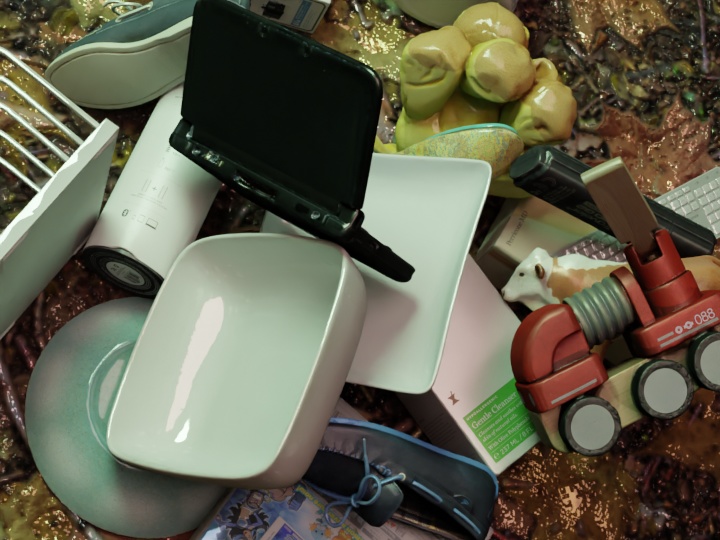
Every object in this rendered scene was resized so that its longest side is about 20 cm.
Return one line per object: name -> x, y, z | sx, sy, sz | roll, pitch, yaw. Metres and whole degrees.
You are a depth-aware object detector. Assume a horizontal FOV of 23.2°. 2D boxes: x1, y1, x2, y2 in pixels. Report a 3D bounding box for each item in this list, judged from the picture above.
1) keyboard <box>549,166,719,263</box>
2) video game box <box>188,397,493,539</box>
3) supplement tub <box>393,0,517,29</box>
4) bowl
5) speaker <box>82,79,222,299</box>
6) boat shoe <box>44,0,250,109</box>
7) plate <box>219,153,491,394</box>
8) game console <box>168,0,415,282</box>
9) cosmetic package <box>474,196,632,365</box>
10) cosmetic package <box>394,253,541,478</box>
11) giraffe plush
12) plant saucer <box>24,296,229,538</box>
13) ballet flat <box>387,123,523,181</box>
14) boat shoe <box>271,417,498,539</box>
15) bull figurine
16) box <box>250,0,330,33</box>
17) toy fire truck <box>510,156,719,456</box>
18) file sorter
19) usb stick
keyboard -> 0.251, -0.027, 1.527 | 0.199, 0.011, 0.057 | -27, 82, -23
video game box -> -0.018, 0.221, 1.411 | 0.200, 0.047, 0.183 | 41, 63, -6
supplement tub -> 0.099, -0.332, 1.601 | 0.121, 0.123, 0.202 | 17, 68, -11
bowl -> -0.085, 0.075, 1.340 | 0.075, 0.198, 0.202 | 37, 65, -44
speaker -> -0.155, -0.082, 1.459 | 0.081, 0.081, 0.201 | 26, 66, -7
boat shoe -> -0.175, -0.191, 1.451 | 0.075, 0.199, 0.062 | 43, 42, -38
plate -> 0.000, 0.000, 1.413 | 0.198, 0.032, 0.201 | 6, 68, 30
game console -> -0.042, -0.100, 1.352 | 0.199, 0.176, 0.117 | 29, 87, 35
cosmetic package -> 0.209, 0.003, 1.549 | 0.199, 0.071, 0.106 | 31, 66, -5
cosmetic package -> 0.079, 0.071, 1.479 | 0.107, 0.085, 0.201 | -36, 86, -21
giraffe plush -> 0.105, -0.161, 1.532 | 0.172, 0.200, 0.163 | 36, 47, -11
plant saucer -> -0.169, 0.112, 1.412 | 0.199, 0.039, 0.203 | 6, 70, -16
ballet flat -> 0.047, -0.072, 1.472 | 0.070, 0.198, 0.072 | 20, 66, -54
boat shoe -> 0.021, 0.167, 1.371 | 0.198, 0.084, 0.069 | 14, 58, -15
bull figurine -> 0.218, 0.039, 1.462 | 0.198, 0.065, 0.123 | -3, 98, -10
box -> -0.118, -0.299, 1.556 | 0.198, 0.060, 0.118 | 16, 68, -11
toy fire truck -> 0.193, 0.025, 1.369 | 0.175, 0.129, 0.202 | -25, 91, -5
file sorter -> -0.284, -0.057, 1.348 | 0.124, 0.200, 0.139 | 38, 65, 3
usb stick -> 0.213, -0.051, 1.464 | 0.199, 0.055, 0.033 | 24, 62, -27
